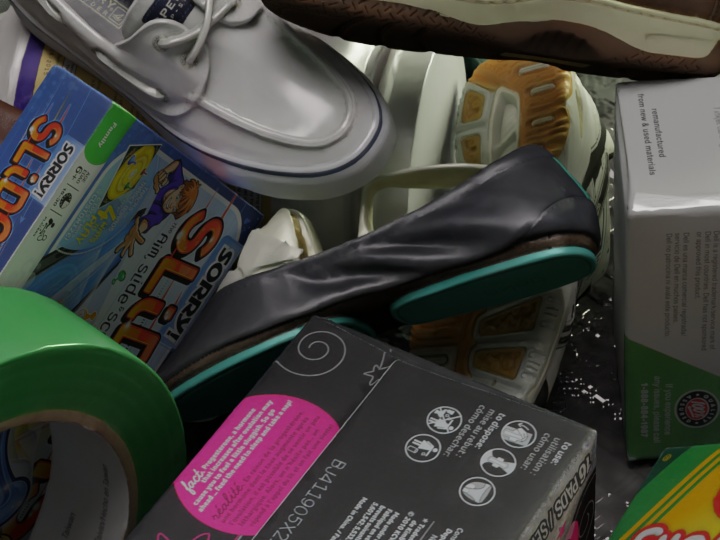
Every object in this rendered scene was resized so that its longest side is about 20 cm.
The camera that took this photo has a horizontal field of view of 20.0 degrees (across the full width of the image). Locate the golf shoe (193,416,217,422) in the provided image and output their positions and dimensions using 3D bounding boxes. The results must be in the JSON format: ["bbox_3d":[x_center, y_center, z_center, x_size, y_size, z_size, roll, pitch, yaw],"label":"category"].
[{"bbox_3d":[-0.149,0.045,0.909,0.199,0.073,0.093,13,72,19],"label":"golf shoe"}]

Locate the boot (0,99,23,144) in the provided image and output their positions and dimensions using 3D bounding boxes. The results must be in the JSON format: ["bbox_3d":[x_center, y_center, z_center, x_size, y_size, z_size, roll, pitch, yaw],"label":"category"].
[{"bbox_3d":[-0.171,-0.087,0.859,0.199,0.187,0.064,34,23,21],"label":"boot"}]

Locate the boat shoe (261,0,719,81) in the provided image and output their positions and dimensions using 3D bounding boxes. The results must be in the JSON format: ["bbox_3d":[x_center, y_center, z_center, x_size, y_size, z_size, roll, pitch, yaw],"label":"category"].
[{"bbox_3d":[0.056,-0.126,0.836,0.201,0.075,0.075,6,-1,-22],"label":"boat shoe"}]

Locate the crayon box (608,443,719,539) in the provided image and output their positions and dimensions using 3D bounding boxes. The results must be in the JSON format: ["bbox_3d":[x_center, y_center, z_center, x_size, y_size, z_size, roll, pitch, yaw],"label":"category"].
[{"bbox_3d":[0.121,0.146,0.722,0.127,0.051,0.200,-13,34,51],"label":"crayon box"}]

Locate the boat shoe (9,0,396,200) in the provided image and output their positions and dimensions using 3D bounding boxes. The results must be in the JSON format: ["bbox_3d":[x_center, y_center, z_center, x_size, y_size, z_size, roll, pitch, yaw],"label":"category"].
[{"bbox_3d":[-0.076,-0.095,0.841,0.199,0.065,0.074,27,74,20],"label":"boat shoe"}]

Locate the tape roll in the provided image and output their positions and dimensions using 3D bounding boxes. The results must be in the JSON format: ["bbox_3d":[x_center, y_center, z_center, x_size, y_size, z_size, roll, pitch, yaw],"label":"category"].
[{"bbox_3d":[-0.151,0.105,0.739,0.048,0.201,0.200,31,54,31],"label":"tape roll"}]

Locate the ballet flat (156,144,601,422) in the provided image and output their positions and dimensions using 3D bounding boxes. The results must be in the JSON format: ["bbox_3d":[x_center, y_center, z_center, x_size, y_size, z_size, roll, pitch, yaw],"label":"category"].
[{"bbox_3d":[0.000,0.000,0.838,0.199,0.073,0.073,-21,42,11],"label":"ballet flat"}]

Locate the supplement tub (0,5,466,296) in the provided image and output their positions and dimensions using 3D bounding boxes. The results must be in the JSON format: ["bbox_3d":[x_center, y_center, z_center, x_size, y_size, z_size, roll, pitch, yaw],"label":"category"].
[{"bbox_3d":[-0.060,-0.057,0.938,0.198,0.146,0.146,7,45,13],"label":"supplement tub"}]

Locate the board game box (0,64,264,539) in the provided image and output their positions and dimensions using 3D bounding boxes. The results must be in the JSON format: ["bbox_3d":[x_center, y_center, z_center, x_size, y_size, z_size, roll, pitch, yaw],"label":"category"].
[{"bbox_3d":[-0.130,0.034,0.797,0.034,0.135,0.201,32,88,27],"label":"board game box"}]

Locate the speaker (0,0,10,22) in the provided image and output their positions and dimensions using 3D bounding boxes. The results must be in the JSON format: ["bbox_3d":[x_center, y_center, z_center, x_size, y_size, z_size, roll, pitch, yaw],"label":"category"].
[{"bbox_3d":[-0.162,-0.163,1.108,0.199,0.082,0.081,-29,48,-23],"label":"speaker"}]

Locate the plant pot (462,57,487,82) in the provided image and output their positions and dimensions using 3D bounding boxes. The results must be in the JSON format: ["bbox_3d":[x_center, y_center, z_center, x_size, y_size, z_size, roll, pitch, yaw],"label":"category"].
[{"bbox_3d":[0.035,-0.155,1.011,0.199,0.201,0.135,15,65,21],"label":"plant pot"}]

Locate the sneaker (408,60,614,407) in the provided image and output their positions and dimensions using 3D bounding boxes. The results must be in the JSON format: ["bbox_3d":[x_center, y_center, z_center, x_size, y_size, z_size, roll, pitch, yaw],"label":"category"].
[{"bbox_3d":[0.080,0.002,0.916,0.075,0.088,0.201,-2,63,34],"label":"sneaker"}]

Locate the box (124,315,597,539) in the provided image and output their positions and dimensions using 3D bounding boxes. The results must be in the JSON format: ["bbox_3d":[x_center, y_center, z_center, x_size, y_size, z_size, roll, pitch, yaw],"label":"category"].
[{"bbox_3d":[-0.012,0.139,0.753,0.131,0.115,0.200,22,51,24],"label":"box"}]

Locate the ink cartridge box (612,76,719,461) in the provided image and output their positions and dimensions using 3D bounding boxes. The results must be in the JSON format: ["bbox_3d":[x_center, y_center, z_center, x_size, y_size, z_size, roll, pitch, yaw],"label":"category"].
[{"bbox_3d":[0.206,-0.003,0.851,0.198,0.146,0.088,-3,41,5],"label":"ink cartridge box"}]
